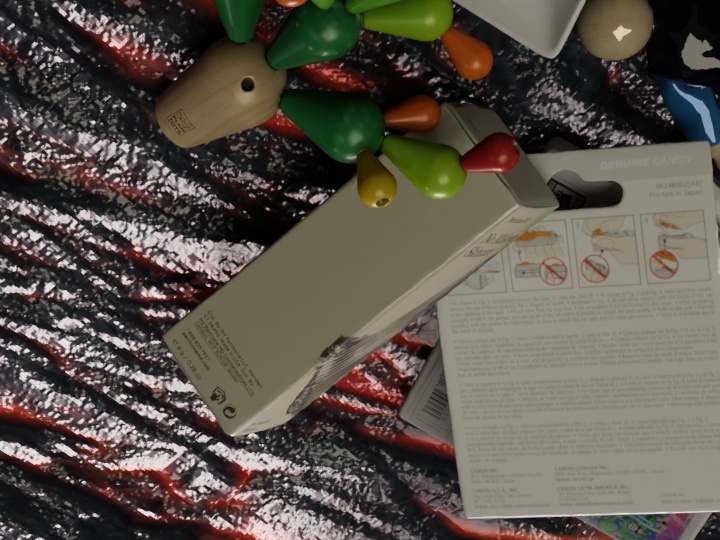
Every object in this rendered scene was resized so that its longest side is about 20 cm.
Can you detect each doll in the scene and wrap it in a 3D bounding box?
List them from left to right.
[{"bbox_3d":[0.206,-0.116,1.128,0.199,0.048,0.137,5,108,-18],"label":"doll"}]

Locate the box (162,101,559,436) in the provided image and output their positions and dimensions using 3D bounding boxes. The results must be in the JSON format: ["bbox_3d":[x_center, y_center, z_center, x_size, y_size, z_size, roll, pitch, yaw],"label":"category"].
[{"bbox_3d":[0.000,0.000,1.129,0.200,0.068,0.082,-39,169,19],"label":"box"}]

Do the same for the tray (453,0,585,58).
[{"bbox_3d":[0.090,-0.208,1.014,0.107,0.022,0.200,34,122,13],"label":"tray"}]

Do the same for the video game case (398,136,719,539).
[{"bbox_3d":[0.140,0.049,1.203,0.182,0.024,0.200,29,122,2],"label":"video game case"}]

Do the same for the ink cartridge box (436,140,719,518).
[{"bbox_3d":[0.124,0.032,1.169,0.159,0.047,0.201,-4,101,20],"label":"ink cartridge box"}]

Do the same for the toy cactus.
[{"bbox_3d":[-0.032,-0.099,1.037,0.165,0.102,0.200,-28,116,35],"label":"toy cactus"}]

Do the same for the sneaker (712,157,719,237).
[{"bbox_3d":[0.261,-0.033,1.211,0.199,0.075,0.081,5,140,-18],"label":"sneaker"}]
